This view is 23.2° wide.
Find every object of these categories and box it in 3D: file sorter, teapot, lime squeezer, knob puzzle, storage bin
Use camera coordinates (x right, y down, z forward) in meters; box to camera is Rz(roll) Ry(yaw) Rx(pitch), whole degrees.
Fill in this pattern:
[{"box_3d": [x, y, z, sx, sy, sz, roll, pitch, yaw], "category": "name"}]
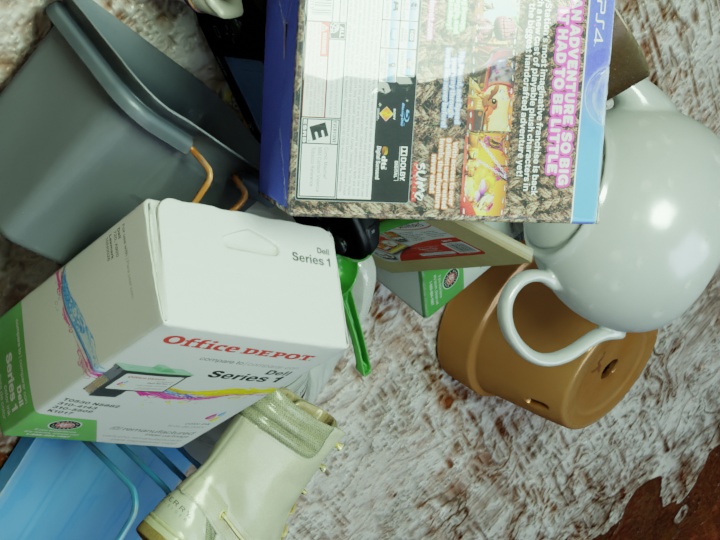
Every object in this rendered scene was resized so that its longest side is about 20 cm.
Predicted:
[{"box_3d": [-0.181, 0.200, 1.358, 0.139, 0.123, 0.200, -57, 148, 7], "category": "file sorter"}, {"box_3d": [0.196, -0.049, 1.415, 0.145, 0.201, 0.198, 19, 135, -22], "category": "teapot"}, {"box_3d": [0.000, 0.000, 1.303, 0.038, 0.071, 0.200, -19, 150, -29], "category": "lime squeezer"}, {"box_3d": [0.004, -0.050, 1.313, 0.220, 0.218, 0.031, 40, 63, -59], "category": "knob puzzle"}, {"box_3d": [-0.153, -0.063, 1.126, 0.134, 0.146, 0.200, -45, 150, 9], "category": "storage bin"}]

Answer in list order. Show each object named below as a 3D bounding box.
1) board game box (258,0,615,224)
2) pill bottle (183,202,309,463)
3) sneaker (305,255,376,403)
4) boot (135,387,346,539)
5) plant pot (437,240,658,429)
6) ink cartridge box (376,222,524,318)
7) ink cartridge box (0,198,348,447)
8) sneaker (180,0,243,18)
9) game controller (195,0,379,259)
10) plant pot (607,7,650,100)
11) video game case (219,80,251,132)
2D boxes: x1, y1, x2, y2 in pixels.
[{"box_3d": [0.045, -0.116, 1.080, 0.199, 0.097, 0.161, 2, 99, -15], "category": "board game box"}, {"box_3d": [-0.092, 0.053, 1.334, 0.113, 0.113, 0.201, -26, 141, -36], "category": "pill bottle"}, {"box_3d": [-0.025, 0.027, 1.438, 0.089, 0.075, 0.200, -47, 170, -40], "category": "sneaker"}, {"box_3d": [-0.064, 0.174, 1.308, 0.155, 0.072, 0.200, -54, 143, -7], "category": "boot"}, {"box_3d": [0.191, 0.059, 1.688, 0.200, 0.140, 0.201, -34, 146, -27], "category": "plant pot"}, {"box_3d": [0.095, -0.080, 1.472, 0.200, 0.083, 0.147, -38, 146, -23], "category": "ink cartridge box"}, {"box_3d": [-0.124, 0.040, 1.122, 0.144, 0.084, 0.200, 9, 151, -39], "category": "ink cartridge box"}, {"box_3d": [-0.077, -0.253, 1.061, 0.075, 0.090, 0.201, -20, 137, -41], "category": "sneaker"}, {"box_3d": [-0.050, -0.098, 1.175, 0.042, 0.104, 0.201, -37, 114, -28], "category": "game controller"}, {"box_3d": [0.080, -0.158, 1.305, 0.200, 0.187, 0.187, -37, 149, 4], "category": "plant pot"}, {"box_3d": [0.016, -0.154, 1.216, 0.023, 0.199, 0.183, -85, -168, -63], "category": "video game case"}]
